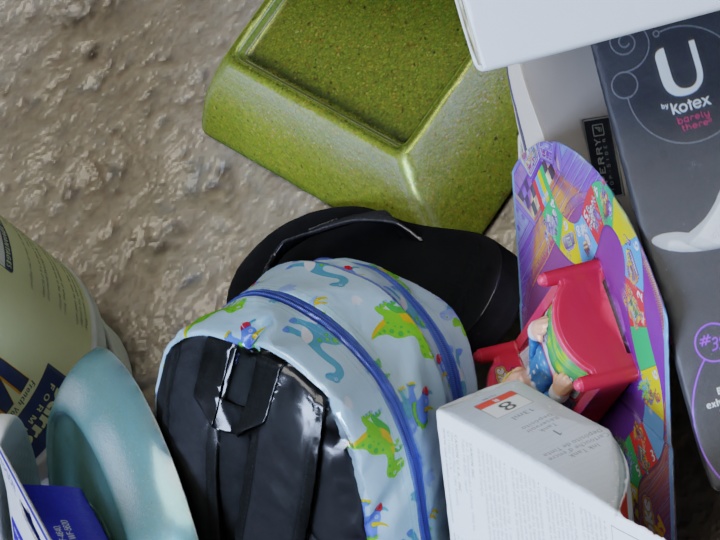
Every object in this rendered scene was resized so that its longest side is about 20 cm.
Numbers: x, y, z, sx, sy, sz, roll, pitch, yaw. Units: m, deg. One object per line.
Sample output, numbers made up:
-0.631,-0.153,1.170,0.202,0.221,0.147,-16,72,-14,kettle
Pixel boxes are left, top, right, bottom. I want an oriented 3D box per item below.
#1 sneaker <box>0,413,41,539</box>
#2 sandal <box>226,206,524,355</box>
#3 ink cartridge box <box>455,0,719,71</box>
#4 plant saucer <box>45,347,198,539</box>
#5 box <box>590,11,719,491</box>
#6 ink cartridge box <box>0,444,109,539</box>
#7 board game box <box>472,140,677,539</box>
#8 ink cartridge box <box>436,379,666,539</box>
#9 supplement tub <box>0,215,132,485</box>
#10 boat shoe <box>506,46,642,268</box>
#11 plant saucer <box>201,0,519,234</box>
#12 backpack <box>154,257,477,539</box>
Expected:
-0.202,0.128,1.331,0.099,0.200,0.071,10,51,9,sneaker
0.000,-0.001,1.354,0.200,0.043,0.076,-1,63,51,sandal
0.111,-0.148,1.126,0.146,0.200,0.083,-14,100,12,ink cartridge box
-0.106,0.135,1.283,0.027,0.200,0.200,-15,49,-18,plant saucer
0.179,-0.018,1.177,0.122,0.106,0.201,-15,84,8,box
-0.121,0.174,1.253,0.039,0.200,0.099,-15,36,-16,ink cartridge box
0.082,0.048,1.208,0.039,0.201,0.158,-13,26,-16,board game box
0.107,0.148,1.133,0.050,0.163,0.200,-20,25,-29,ink cartridge box
-0.216,0.033,1.394,0.145,0.200,0.145,-15,57,25,supplement tub
0.094,-0.067,1.288,0.074,0.093,0.201,-3,85,-13,boat shoe
0.025,-0.127,1.432,0.200,0.048,0.200,31,83,39,plant saucer
-0.020,0.092,1.244,0.163,0.200,0.154,24,55,40,backpack
